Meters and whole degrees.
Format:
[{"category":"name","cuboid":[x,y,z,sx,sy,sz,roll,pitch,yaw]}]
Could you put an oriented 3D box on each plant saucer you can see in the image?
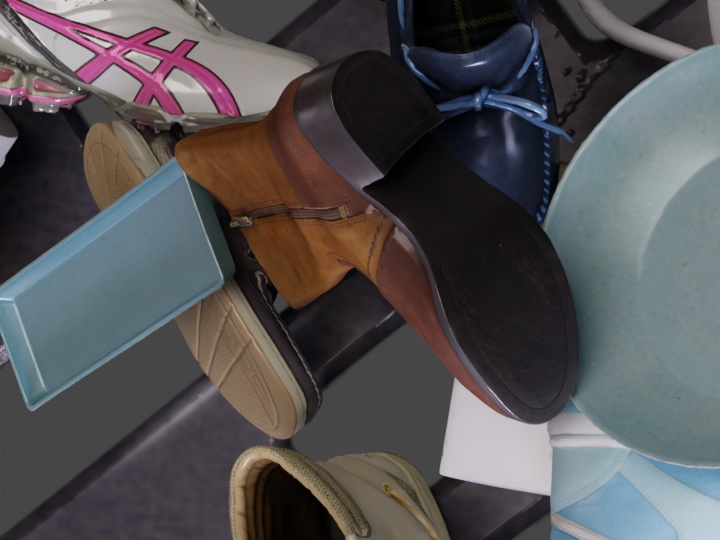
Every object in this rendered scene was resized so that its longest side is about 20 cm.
[{"category":"plant saucer","cuboid":[0.173,-0.005,1.162,0.201,0.039,0.201,-14,63,29]},{"category":"plant saucer","cuboid":[-0.130,0.009,1.371,0.200,0.019,0.070,-31,75,47]}]

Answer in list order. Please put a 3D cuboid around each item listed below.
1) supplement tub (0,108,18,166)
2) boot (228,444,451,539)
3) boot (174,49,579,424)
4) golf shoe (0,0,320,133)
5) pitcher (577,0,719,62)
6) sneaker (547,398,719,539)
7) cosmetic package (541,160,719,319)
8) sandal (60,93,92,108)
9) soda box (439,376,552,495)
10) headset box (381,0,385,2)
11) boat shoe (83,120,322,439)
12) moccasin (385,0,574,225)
[{"category":"supplement tub","cuboid":[-0.291,-0.028,1.425,0.145,0.145,0.200,40,98,22]},{"category":"boot","cuboid":[0.016,0.173,1.263,0.073,0.155,0.200,-30,73,16]},{"category":"boot","cuboid":[0.000,0.000,1.222,0.068,0.200,0.188,-44,99,-25]},{"category":"golf shoe","cuboid":[-0.112,-0.122,1.377,0.199,0.073,0.092,10,106,6]},{"category":"pitcher","cuboid":[0.198,-0.124,1.258,0.171,0.121,0.200,-38,59,26]},{"category":"sneaker","cuboid":[0.171,0.129,1.181,0.200,0.079,0.131,5,83,33]},{"category":"cosmetic package","cuboid":[0.116,-0.009,1.276,0.200,0.105,0.071,15,88,22]},{"category":"sandal","cuboid":[-0.127,-0.178,1.429,0.082,0.055,0.200,28,111,-2]},{"category":"soda box","cuboid":[0.144,0.082,1.273,0.200,0.064,0.068,7,86,23]},{"category":"headset box","cuboid":[0.052,-0.207,1.265,0.200,0.148,0.075,-23,58,43]},{"category":"boat shoe","cuboid":[-0.071,-0.004,1.372,0.065,0.072,0.200,-24,64,-28]},{"category":"moccasin","cuboid":[0.041,-0.103,1.184,0.080,0.068,0.200,-18,109,4]}]
